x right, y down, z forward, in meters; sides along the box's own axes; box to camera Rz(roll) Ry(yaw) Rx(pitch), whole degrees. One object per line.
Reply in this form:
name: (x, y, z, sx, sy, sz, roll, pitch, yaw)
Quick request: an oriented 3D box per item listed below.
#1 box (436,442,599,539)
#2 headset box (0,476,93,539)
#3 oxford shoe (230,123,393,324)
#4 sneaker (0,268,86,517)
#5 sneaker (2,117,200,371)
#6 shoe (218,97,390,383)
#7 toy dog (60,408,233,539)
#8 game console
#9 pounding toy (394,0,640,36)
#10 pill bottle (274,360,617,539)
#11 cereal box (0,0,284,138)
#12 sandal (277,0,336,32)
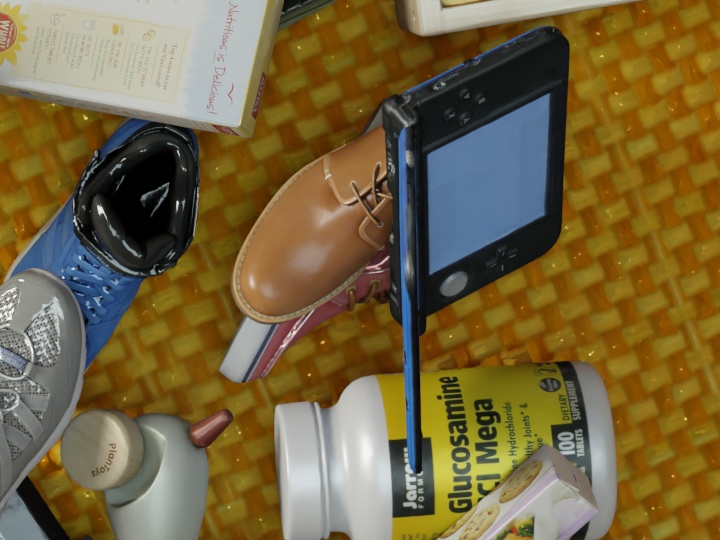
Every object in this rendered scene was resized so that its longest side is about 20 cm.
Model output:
box: (0.056, 0.185, 1.627, 0.200, 0.041, 0.039, -43, 116, 17)
headset box: (-0.239, 0.233, 1.666, 0.200, 0.093, 0.174, -34, 99, -2)
oxford shoe: (0.003, -0.045, 1.611, 0.200, 0.071, 0.071, -43, 95, -7)
sneaker: (-0.218, 0.091, 1.577, 0.075, 0.082, 0.200, 20, 80, 12)
sneaker: (-0.159, -0.004, 1.635, 0.077, 0.111, 0.200, 33, 93, -10)
shoe: (0.000, 0.000, 1.675, 0.091, 0.071, 0.200, 33, 88, -4)
toy dog: (-0.099, 0.162, 1.645, 0.096, 0.132, 0.200, -21, 100, 25)
game console: (0.070, -0.010, 1.555, 0.170, 0.200, 0.118, -27, 57, -17)
pounding toy: (0.115, -0.246, 1.621, 0.199, 0.142, 0.185, -10, 99, -5)
pill bottle: (0.050, 0.117, 1.676, 0.199, 0.112, 0.113, -4, 98, -6)
cereal box: (-0.145, -0.165, 1.606, 0.200, 0.040, 0.144, 12, 82, 12)
sandal: (-0.087, -0.157, 1.647, 0.201, 0.057, 0.080, -17, 76, 1)
